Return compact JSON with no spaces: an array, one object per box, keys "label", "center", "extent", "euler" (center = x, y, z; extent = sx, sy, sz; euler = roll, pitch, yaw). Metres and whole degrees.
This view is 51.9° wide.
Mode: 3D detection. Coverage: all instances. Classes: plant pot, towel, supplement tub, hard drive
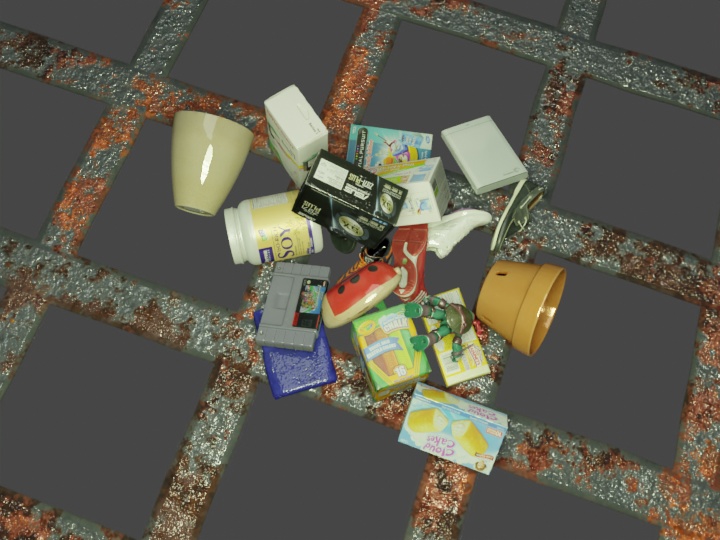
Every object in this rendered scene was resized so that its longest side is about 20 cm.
[{"label":"plant pot","center":[0.339,0.064,1.586],"extent":[0.139,0.200,0.201],"euler":[23,70,24]},{"label":"plant pot","center":[-0.354,-0.232,1.676],"extent":[0.185,0.187,0.202],"euler":[13,84,2]},{"label":"towel","center":[-0.140,0.165,1.597],"extent":[0.146,0.050,0.202],"euler":[-15,69,-4]},{"label":"supplement tub","center":[-0.191,-0.094,1.635],"extent":[0.198,0.146,0.147],"euler":[-12,71,-6]},{"label":"hard drive","center":[0.292,-0.277,1.757],"extent":[0.131,0.027,0.201],"euler":[-19,57,-9]}]

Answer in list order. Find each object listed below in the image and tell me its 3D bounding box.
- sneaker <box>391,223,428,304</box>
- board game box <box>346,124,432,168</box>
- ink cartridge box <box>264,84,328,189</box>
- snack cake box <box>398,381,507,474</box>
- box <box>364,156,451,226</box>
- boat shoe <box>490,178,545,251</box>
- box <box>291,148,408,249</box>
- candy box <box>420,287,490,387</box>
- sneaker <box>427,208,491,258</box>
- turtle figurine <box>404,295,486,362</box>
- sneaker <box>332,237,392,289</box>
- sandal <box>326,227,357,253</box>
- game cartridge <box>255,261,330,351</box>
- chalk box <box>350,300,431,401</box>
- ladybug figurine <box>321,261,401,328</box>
[{"label":"sneaker","center":[0.114,-0.012,1.640],"extent":[0.078,0.116,0.202],"euler":[7,63,20]},{"label":"board game box","center":[0.065,-0.259,1.758],"extent":[0.198,0.047,0.153],"euler":[7,70,0]},{"label":"ink cartridge box","center":[-0.143,-0.297,1.682],"extent":[0.084,0.200,0.145],"euler":[-31,74,-13]},{"label":"snack cake box","center":[0.188,0.322,1.513],"extent":[0.198,0.067,0.116],"euler":[19,106,5]},{"label":"box","center":[0.085,-0.169,1.638],"extent":[0.198,0.102,0.113],"euler":[-5,34,25]},{"label":"boat shoe","center":[0.360,-0.123,1.707],"extent":[0.067,0.072,0.201],"euler":[29,69,12]},{"label":"box","center":[-0.025,-0.142,1.514],"extent":[0.198,0.164,0.087],"euler":[25,70,-8]},{"label":"candy box","center":[0.203,0.146,1.627],"extent":[0.101,0.026,0.202],"euler":[-15,71,-11]},{"label":"sneaker","center":[0.207,-0.082,1.695],"extent":[0.198,0.075,0.101],"euler":[-14,81,0]},{"label":"turtle figurine","center":[0.177,0.108,1.537],"extent":[0.199,0.101,0.151],"euler":[0,58,-48]},{"label":"sneaker","center":[0.000,0.000,1.626],"extent":[0.077,0.112,0.201],"euler":[34,72,10]},{"label":"sandal","center":[-0.059,-0.127,1.689],"extent":[0.048,0.075,0.202],"euler":[12,53,-45]},{"label":"game cartridge","center":[-0.140,0.073,1.585],"extent":[0.128,0.039,0.202],"euler":[3,56,12]},{"label":"chalk box","center":[0.053,0.153,1.566],"extent":[0.124,0.124,0.202],"euler":[-19,72,-9]},{"label":"ladybug figurine","center":[-0.003,0.043,1.533],"extent":[0.199,0.136,0.072],"euler":[-34,99,12]}]
